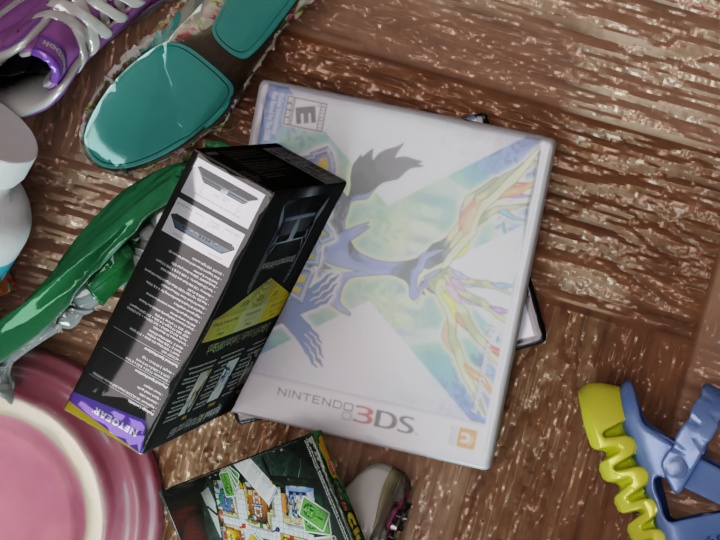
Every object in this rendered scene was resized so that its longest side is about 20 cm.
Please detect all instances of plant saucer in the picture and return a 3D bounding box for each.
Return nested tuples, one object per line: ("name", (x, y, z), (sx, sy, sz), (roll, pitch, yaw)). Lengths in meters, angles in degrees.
("plant saucer", (-0.223, 0.148, 1.524), (0.199, 0.051, 0.202), (0, 93, 10))

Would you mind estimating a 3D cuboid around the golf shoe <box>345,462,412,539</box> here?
("golf shoe", (-0.045, 0.192, 1.483), (0.092, 0.073, 0.201), (35, 98, 6))

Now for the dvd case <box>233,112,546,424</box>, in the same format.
("dvd case", (0.000, 0.000, 1.492), (0.199, 0.018, 0.144), (-16, 90, 10))

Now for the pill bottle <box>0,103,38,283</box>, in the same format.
("pill bottle", (-0.266, -0.009, 1.450), (0.111, 0.111, 0.200), (37, 115, 6))

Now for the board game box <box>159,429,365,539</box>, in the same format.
("board game box", (-0.033, 0.203, 1.434), (0.104, 0.023, 0.201), (-21, 93, 15))

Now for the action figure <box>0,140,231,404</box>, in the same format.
("action figure", (-0.149, -0.005, 1.468), (0.200, 0.118, 0.055), (-43, 103, 1))

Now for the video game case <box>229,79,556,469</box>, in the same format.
("video game case", (0.009, 0.002, 1.469), (0.181, 0.022, 0.201), (12, 95, 10))

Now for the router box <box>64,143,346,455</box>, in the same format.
("router box", (-0.082, 0.011, 1.375), (0.052, 0.200, 0.158), (28, 98, 8))

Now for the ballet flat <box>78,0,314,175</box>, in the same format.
("ballet flat", (-0.089, -0.136, 1.478), (0.200, 0.064, 0.076), (-44, 101, 10))

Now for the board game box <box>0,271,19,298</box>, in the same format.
("board game box", (-0.303, -0.053, 1.543), (0.103, 0.019, 0.201), (-27, 88, 12))

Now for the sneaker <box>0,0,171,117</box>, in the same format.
("sneaker", (-0.153, -0.156, 1.456), (0.200, 0.114, 0.073), (-38, 114, 15))

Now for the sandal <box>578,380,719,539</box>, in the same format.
("sandal", (0.200, 0.147, 1.437), (0.087, 0.079, 0.201), (-23, 91, 7))
